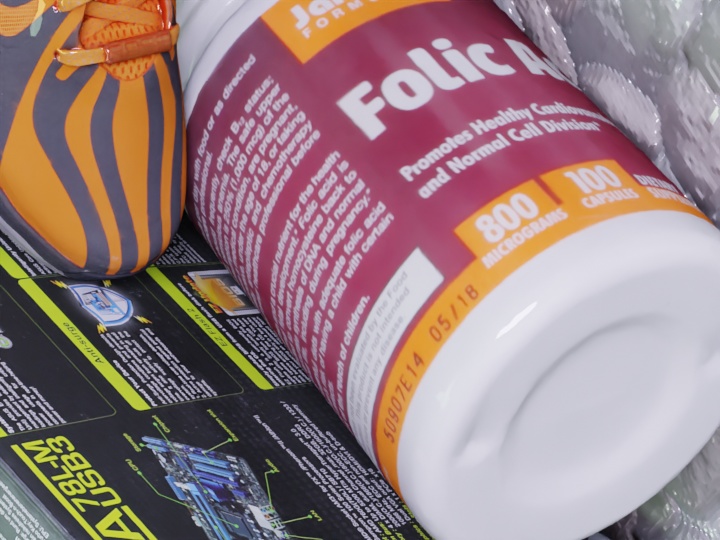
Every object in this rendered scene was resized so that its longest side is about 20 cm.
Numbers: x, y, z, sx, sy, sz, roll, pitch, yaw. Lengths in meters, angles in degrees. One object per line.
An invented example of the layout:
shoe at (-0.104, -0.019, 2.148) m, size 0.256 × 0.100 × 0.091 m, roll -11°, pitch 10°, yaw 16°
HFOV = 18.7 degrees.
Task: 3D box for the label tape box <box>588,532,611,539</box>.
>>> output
label tape box at (0.034, 0.138, 0.778) m, size 0.200 × 0.066 × 0.144 m, roll 25°, pitch 140°, yaw 36°

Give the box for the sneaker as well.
sneaker at (-0.070, -0.092, 0.572) m, size 0.112 × 0.077 × 0.201 m, roll 3°, pitch 112°, yaw 50°

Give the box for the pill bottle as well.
pill bottle at (0.015, -0.023, 0.638) m, size 0.200 × 0.114 × 0.114 m, roll 50°, pitch 156°, yaw 38°

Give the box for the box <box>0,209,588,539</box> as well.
box at (-0.058, 0.040, 0.630) m, size 0.200 × 0.193 × 0.048 m, roll 43°, pitch 119°, yaw 26°
